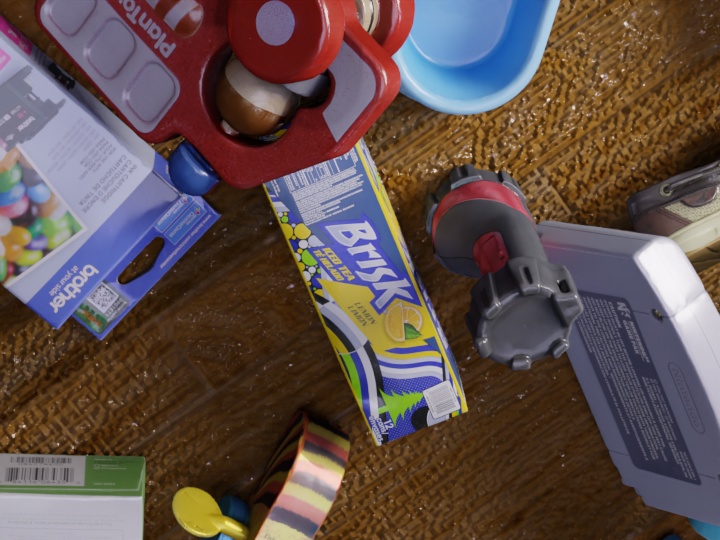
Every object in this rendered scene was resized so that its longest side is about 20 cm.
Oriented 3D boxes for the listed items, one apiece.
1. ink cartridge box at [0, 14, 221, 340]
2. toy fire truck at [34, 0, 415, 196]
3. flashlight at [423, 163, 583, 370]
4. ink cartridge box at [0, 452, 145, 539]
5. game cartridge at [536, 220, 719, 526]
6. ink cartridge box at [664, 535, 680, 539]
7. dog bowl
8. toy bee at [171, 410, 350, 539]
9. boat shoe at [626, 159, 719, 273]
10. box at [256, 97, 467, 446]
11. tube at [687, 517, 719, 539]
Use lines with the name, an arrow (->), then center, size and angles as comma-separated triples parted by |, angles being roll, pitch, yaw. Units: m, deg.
ink cartridge box -> -0.193, -0.052, 1.396 | 0.200, 0.042, 0.119 | 41, 103, -19
toy fire truck -> -0.077, -0.134, 1.318 | 0.200, 0.112, 0.168 | 48, 118, 10
flashlight -> 0.077, -0.001, 1.351 | 0.067, 0.200, 0.068 | 15, 110, -8
ink cartridge box -> -0.191, 0.218, 1.488 | 0.103, 0.059, 0.202 | 2, 111, -5
game cartridge -> 0.181, 0.063, 1.423 | 0.041, 0.133, 0.201 | -36, 114, -29
ink cartridge box -> 0.200, 0.301, 1.469 | 0.146, 0.200, 0.147 | -37, 109, 10
dog bowl -> 0.071, -0.183, 1.353 | 0.111, 0.050, 0.201 | 14, 109, -10
toy bee -> -0.060, 0.195, 1.465 | 0.130, 0.109, 0.201 | 6, 110, -9
boat shoe -> 0.253, -0.066, 1.410 | 0.199, 0.073, 0.065 | -29, 78, -7
box -> 0.000, 0.000, 1.414 | 0.064, 0.070, 0.201 | -21, 111, 5
tube -> 0.269, 0.081, 1.480 | 0.077, 0.050, 0.201 | 0, 116, -48
